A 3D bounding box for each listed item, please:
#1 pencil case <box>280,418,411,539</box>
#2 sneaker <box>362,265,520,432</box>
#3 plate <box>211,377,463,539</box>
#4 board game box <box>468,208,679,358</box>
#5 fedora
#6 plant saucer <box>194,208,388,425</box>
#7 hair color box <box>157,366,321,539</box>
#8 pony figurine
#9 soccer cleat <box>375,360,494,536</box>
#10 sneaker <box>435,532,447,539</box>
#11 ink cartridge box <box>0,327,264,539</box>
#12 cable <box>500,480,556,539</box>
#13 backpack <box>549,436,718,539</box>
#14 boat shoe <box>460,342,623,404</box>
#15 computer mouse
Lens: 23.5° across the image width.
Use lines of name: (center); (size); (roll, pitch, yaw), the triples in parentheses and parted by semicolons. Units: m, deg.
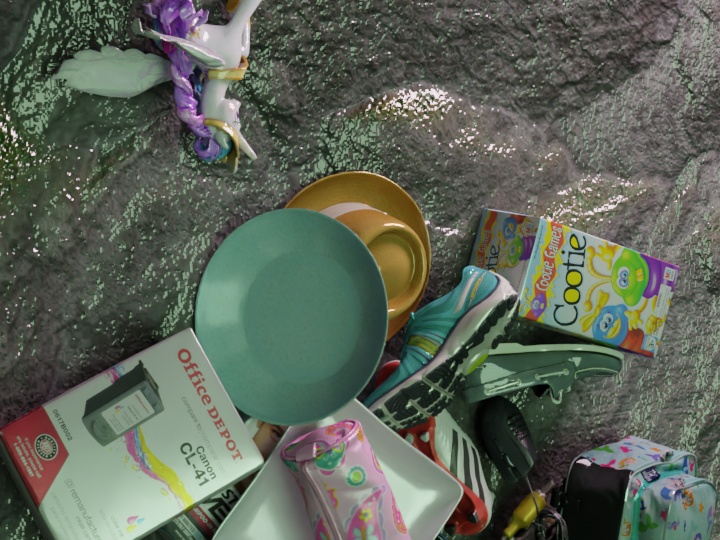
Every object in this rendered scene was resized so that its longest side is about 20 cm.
pencil case: (-0.003, 0.241, 1.606); (0.087, 0.087, 0.202); (-26, 102, -26)
sneaker: (0.072, 0.080, 1.714); (0.200, 0.080, 0.078); (-45, 146, -9)
plate: (-0.024, 0.236, 1.660); (0.200, 0.032, 0.200); (40, 77, -22)
board game box: (0.220, 0.014, 1.819); (0.198, 0.103, 0.106); (17, 88, -32)
fedora: (0.000, 0.000, 1.693); (0.199, 0.082, 0.203); (-4, 99, -30)
plant saucer: (-0.060, 0.044, 1.625); (0.039, 0.199, 0.203); (7, 94, -67)
hair color box: (-0.111, 0.190, 1.665); (0.200, 0.060, 0.099); (-47, 117, -18)
pony figurine: (-0.155, -0.206, 1.547); (0.192, 0.166, 0.202); (21, 70, -39)
soccer cleat: (0.078, 0.178, 1.782); (0.201, 0.068, 0.085); (60, 27, -6)
sneaker: (0.023, 0.260, 1.740); (0.199, 0.089, 0.079); (26, 82, -32)
ink cartridge box: (-0.209, 0.163, 1.553); (0.199, 0.086, 0.149); (-29, 88, -18)
cable: (0.141, 0.307, 1.832); (0.199, 0.050, 0.098); (-33, 146, -30)
backpack: (0.300, 0.273, 1.865); (0.199, 0.149, 0.180); (-14, 113, -61)
boat shoe: (0.190, 0.111, 1.826); (0.198, 0.073, 0.063); (2, 77, -24)
computer mouse: (0.167, 0.224, 1.797); (0.034, 0.058, 0.202); (3, 59, -47)
